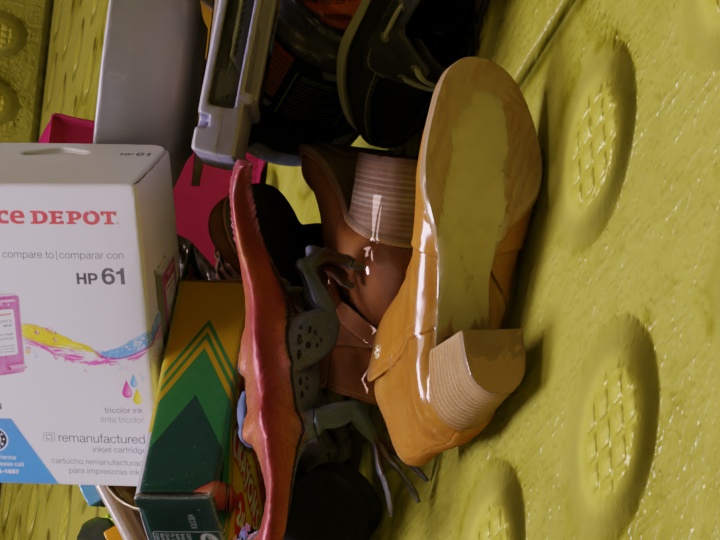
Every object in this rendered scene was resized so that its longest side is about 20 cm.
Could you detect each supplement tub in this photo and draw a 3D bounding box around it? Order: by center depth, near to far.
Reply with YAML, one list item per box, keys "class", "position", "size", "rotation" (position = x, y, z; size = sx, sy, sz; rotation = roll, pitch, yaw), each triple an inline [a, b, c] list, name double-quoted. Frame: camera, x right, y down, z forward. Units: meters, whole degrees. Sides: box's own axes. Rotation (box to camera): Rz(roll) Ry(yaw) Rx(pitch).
- class: "supplement tub"
  position: [-0.025, -0.162, 1.392]
  size: [0.200, 0.122, 0.123]
  rotation: [130, 147, -61]

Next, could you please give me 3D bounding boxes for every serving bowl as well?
- class: "serving bowl"
  position: [-0.139, -0.123, 1.377]
  size: [0.200, 0.066, 0.200]
  rotation: [-173, 90, -85]

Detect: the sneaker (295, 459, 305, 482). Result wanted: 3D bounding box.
- class: "sneaker"
  position: [-0.058, 0.212, 1.386]
  size: [0.079, 0.075, 0.200]
  rotation: [25, 116, 28]

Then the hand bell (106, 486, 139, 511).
- class: "hand bell"
  position: [-0.099, 0.185, 1.452]
  size: [0.200, 0.104, 0.104]
  rotation: [69, -169, -44]

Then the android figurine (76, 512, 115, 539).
- class: "android figurine"
  position: [-0.145, 0.264, 1.535]
  size: [0.182, 0.041, 0.200]
  rotation: [63, -176, 39]

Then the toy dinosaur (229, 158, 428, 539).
- class: "toy dinosaur"
  position: [-0.058, 0.074, 1.193]
  size: [0.105, 0.200, 0.182]
  rotation: [-23, 33, 36]

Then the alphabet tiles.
- class: "alphabet tiles"
  position: [-0.093, -0.163, 1.335]
  size: [0.167, 0.008, 0.200]
  rotation: [-91, 10, -53]

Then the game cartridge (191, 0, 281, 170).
- class: "game cartridge"
  position: [-0.064, -0.162, 1.231]
  size: [0.130, 0.038, 0.200]
  rotation: [26, -105, -86]

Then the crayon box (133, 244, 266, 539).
- class: "crayon box"
  position: [-0.089, 0.096, 1.281]
  size: [0.127, 0.051, 0.200]
  rotation: [80, -167, -47]

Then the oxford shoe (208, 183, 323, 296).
- class: "oxford shoe"
  position: [-0.069, -0.008, 1.360]
  size: [0.200, 0.071, 0.071]
  rotation: [38, -136, -72]

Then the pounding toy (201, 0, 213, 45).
- class: "pounding toy"
  position: [-0.095, -0.188, 1.551]
  size: [0.142, 0.184, 0.200]
  rotation: [-96, 22, -46]

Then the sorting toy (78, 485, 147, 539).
- class: "sorting toy"
  position: [-0.161, 0.175, 1.506]
  size: [0.200, 0.036, 0.185]
  rotation: [56, -176, 10]

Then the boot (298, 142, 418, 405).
- class: "boot"
  position: [0.000, 0.000, 1.323]
  size: [0.200, 0.077, 0.155]
  rotation: [-160, 76, -68]

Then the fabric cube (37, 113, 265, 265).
- class: "fabric cube"
  position: [-0.209, -0.002, 1.837]
  size: [0.199, 0.200, 0.196]
  rotation: [138, 140, -64]

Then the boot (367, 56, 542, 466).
- class: "boot"
  position: [0.042, -0.002, 1.134]
  size: [0.144, 0.071, 0.201]
  rotation: [139, 133, -63]

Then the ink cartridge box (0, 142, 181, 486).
- class: "ink cartridge box"
  position: [-0.188, 0.027, 1.284]
  size: [0.085, 0.144, 0.200]
  rotation: [-60, -31, -69]

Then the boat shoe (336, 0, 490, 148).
- class: "boat shoe"
  position: [0.034, -0.137, 1.264]
  size: [0.068, 0.072, 0.200]
  rotation: [62, 152, 29]

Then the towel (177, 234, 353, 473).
- class: "towel"
  position: [-0.086, 0.078, 1.434]
  size: [0.200, 0.034, 0.133]
  rotation: [50, 145, 15]

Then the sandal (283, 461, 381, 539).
- class: "sandal"
  position: [-0.057, 0.205, 1.315]
  size: [0.043, 0.076, 0.200]
  rotation: [-28, -32, -59]
